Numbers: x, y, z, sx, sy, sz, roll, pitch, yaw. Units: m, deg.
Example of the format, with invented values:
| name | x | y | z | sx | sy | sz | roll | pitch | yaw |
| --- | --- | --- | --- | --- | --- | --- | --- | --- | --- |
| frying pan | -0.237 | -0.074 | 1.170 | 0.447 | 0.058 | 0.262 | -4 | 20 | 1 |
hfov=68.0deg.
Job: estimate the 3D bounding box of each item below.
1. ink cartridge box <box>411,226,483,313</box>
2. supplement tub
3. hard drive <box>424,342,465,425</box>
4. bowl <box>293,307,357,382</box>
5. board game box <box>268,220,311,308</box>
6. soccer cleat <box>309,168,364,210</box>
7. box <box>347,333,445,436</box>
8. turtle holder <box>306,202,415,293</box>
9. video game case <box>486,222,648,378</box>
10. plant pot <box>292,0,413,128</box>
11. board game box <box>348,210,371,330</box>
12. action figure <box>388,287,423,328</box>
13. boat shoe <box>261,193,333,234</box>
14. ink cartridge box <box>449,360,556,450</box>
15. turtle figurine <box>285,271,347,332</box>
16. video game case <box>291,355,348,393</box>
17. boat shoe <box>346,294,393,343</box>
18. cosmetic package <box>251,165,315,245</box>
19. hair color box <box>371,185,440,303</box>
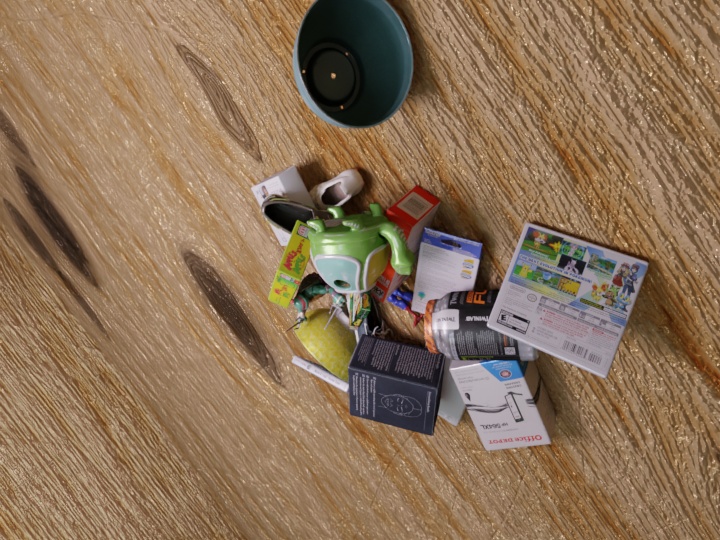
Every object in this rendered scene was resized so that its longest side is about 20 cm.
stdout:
| name | x | y | z | sx | sy | sz | roll | pitch | yaw |
| --- | --- | --- | --- | --- | --- | --- | --- | --- | --- |
| ink cartridge box | 0.166 | 0.008 | 1.026 | 0.115 | 0.042 | 0.205 | 17 | 132 | 17 |
| supplement tub | 0.219 | 0.098 | 0.959 | 0.193 | 0.123 | 0.126 | -4 | 119 | 22 |
| hard drive | 0.189 | 0.247 | 1.198 | 0.129 | 0.026 | 0.205 | 29 | 134 | 22 |
| bowl | -0.052 | 0.153 | 1.264 | 0.200 | 0.200 | 0.108 | 43 | 95 | 7 |
| board game box | -0.133 | -0.006 | 1.038 | 0.046 | 0.105 | 0.200 | 21 | 158 | -7 |
| soccer cleat | -0.070 | -0.149 | 1.102 | 0.198 | 0.077 | 0.070 | -27 | 101 | 48 |
| box | 0.078 | 0.247 | 1.158 | 0.193 | 0.108 | 0.153 | 11 | 128 | 14 |
| turtle holder | 0.001 | -0.038 | 0.924 | 0.178 | 0.142 | 0.137 | -7 | 107 | 3 |
| video game case | 0.324 | 0.041 | 0.847 | 0.195 | 0.022 | 0.188 | 22 | 87 | 27 |
| plant pot | -0.028 | -0.330 | 0.873 | 0.205 | 0.197 | 0.133 | 63 | 163 | -16 |
| board game box | 0.000 | 0.000 | 1.041 | 0.023 | 0.207 | 0.106 | 6 | 153 | -10 |
| action figure | 0.043 | 0.049 | 1.135 | 0.199 | 0.098 | 0.066 | 43 | 137 | 11 |
| boat shoe | -0.103 | -0.091 | 1.049 | 0.195 | 0.060 | 0.074 | 21 | 103 | -9 |
| ink cartridge box | 0.282 | 0.243 | 1.052 | 0.143 | 0.084 | 0.205 | -18 | 106 | 33 |
| turtle figurine | -0.088 | 0.050 | 1.167 | 0.147 | 0.200 | 0.103 | -11 | 114 | 44 |
| video game case | -0.054 | 0.274 | 1.337 | 0.178 | 0.024 | 0.199 | 21 | 171 | 33 |
| boat shoe | 0.028 | 0.130 | 1.218 | 0.060 | 0.074 | 0.207 | -7 | 104 | 37 |
| cosmetic package | -0.160 | -0.135 | 1.167 | 0.154 | 0.051 | 0.198 | 61 | 157 | -15 |
| hair color box | 0.074 | -0.048 | 1.024 | 0.063 | 0.111 | 0.204 | 33 | 135 | 17 |
